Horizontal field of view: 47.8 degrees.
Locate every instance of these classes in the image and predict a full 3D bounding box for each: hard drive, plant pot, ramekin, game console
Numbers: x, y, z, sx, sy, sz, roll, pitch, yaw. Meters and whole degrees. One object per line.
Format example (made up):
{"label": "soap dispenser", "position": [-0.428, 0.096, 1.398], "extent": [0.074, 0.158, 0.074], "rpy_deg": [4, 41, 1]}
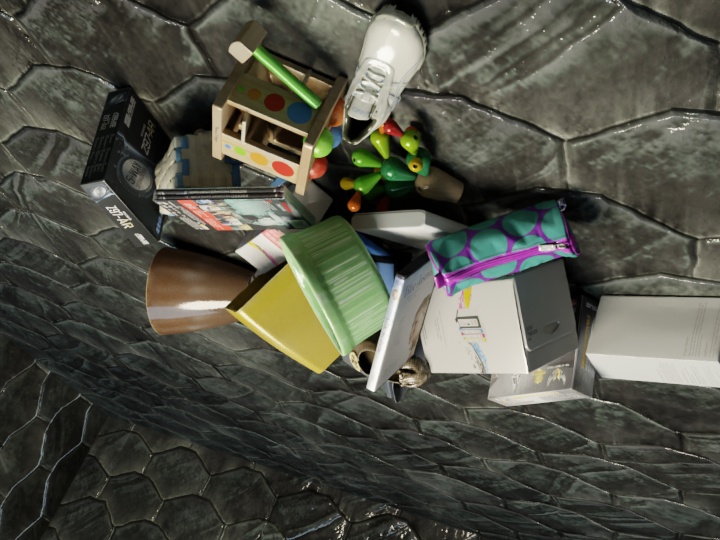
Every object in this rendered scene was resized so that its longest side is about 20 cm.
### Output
{"label": "hard drive", "position": [0.099, -0.056, 1.216], "extent": [0.132, 0.026, 0.200], "rpy_deg": [0, 171, 39]}
{"label": "plant pot", "position": [-0.320, 0.046, 1.715], "extent": [0.199, 0.188, 0.187], "rpy_deg": [1, 149, 11]}
{"label": "ramekin", "position": [-0.031, 0.017, 1.204], "extent": [0.200, 0.097, 0.200], "rpy_deg": [59, 172, 13]}
{"label": "game console", "position": [0.000, 0.000, 1.339], "extent": [0.116, 0.177, 0.200], "rpy_deg": [0, -177, -16]}
{"label": "plant pot", "position": [-0.092, 0.062, 1.395], "extent": [0.176, 0.200, 0.200], "rpy_deg": [48, 169, -10]}

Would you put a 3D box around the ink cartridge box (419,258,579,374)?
{"label": "ink cartridge box", "position": [0.210, 0.071, 1.265], "extent": [0.200, 0.147, 0.145], "rpy_deg": [-6, 98, 46]}

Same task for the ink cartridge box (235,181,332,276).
{"label": "ink cartridge box", "position": [-0.140, -0.070, 1.380], "extent": [0.067, 0.117, 0.200], "rpy_deg": [38, 151, -15]}

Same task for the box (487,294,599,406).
{"label": "box", "position": [0.303, 0.137, 1.349], "extent": [0.048, 0.159, 0.200], "rpy_deg": [24, 157, -25]}

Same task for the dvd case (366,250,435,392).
{"label": "dvd case", "position": [0.068, 0.068, 1.200], "extent": [0.018, 0.143, 0.201], "rpy_deg": [24, 119, 21]}

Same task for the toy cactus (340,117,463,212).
{"label": "toy cactus", "position": [0.065, -0.131, 1.145], "extent": [0.164, 0.103, 0.200], "rpy_deg": [18, 147, -10]}

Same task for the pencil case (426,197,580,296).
{"label": "pencil case", "position": [0.195, -0.031, 1.121], "extent": [0.199, 0.093, 0.085], "rpy_deg": [-19, 115, 10]}

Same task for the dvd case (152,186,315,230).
{"label": "dvd case", "position": [-0.181, -0.089, 1.195], "extent": [0.199, 0.022, 0.146], "rpy_deg": [1, 166, 15]}

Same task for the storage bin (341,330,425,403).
{"label": "storage bin", "position": [0.055, 0.115, 1.495], "extent": [0.134, 0.200, 0.146], "rpy_deg": [25, 156, 20]}

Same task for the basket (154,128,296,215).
{"label": "basket", "position": [-0.215, -0.149, 1.297], "extent": [0.199, 0.140, 0.176], "rpy_deg": [5, 161, -28]}

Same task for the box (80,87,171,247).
{"label": "box", "position": [-0.362, -0.164, 1.298], "extent": [0.043, 0.201, 0.160], "rpy_deg": [-9, 143, 17]}

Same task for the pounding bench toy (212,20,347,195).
{"label": "pounding bench toy", "position": [-0.097, -0.217, 1.063], "extent": [0.156, 0.125, 0.200], "rpy_deg": [23, 154, 1]}

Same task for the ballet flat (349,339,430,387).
{"label": "ballet flat", "position": [0.037, 0.160, 1.353], "extent": [0.200, 0.046, 0.068], "rpy_deg": [10, 127, 53]}

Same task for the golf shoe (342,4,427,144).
{"label": "golf shoe", "position": [0.023, -0.226, 0.982], "extent": [0.078, 0.097, 0.200], "rpy_deg": [25, 152, 3]}

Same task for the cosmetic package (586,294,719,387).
{"label": "cosmetic package", "position": [0.453, 0.104, 1.220], "extent": [0.199, 0.113, 0.081], "rpy_deg": [1, 146, 42]}
